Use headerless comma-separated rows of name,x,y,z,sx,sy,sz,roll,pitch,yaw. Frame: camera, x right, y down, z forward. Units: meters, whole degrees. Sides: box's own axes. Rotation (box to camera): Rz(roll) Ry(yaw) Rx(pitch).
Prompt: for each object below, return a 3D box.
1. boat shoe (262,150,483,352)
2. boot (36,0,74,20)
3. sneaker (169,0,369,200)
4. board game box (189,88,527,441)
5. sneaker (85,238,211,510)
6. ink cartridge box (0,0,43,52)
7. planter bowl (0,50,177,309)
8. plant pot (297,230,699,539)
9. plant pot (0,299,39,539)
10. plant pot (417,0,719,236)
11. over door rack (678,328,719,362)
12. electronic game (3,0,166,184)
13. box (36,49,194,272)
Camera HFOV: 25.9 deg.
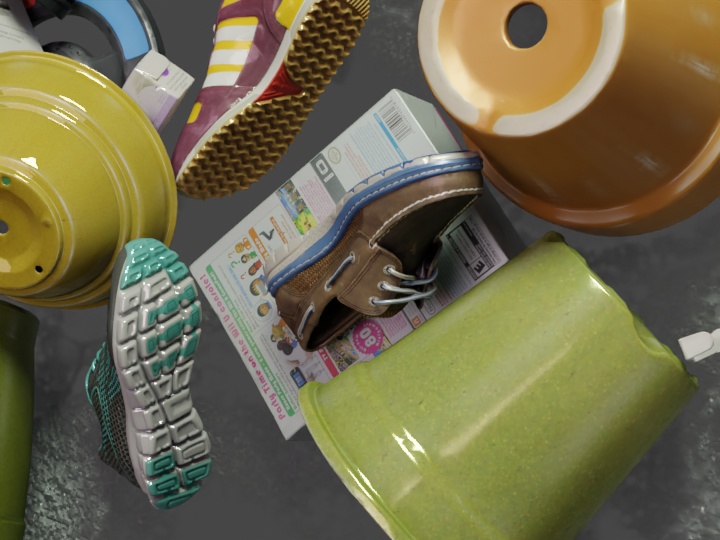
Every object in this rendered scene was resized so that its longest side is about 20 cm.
boat shoe,0.016,-0.008,0.959,0.200,0.072,0.073,-36,68,50
boot,-0.224,-0.311,1.175,0.168,0.076,0.200,-38,72,5
sneaker,-0.077,-0.143,1.115,0.200,0.075,0.090,-50,53,14
board game box,0.000,0.000,1.062,0.200,0.064,0.148,-38,70,19
sneaker,-0.164,0.071,1.117,0.091,0.077,0.201,17,115,39
ink cartridge box,-0.335,-0.178,1.205,0.147,0.083,0.201,-39,63,25
planter bowl,-0.235,-0.045,1.092,0.199,0.084,0.202,7,117,13
plant pot,0.096,0.084,0.948,0.184,0.200,0.201,-43,69,7
plant pot,-0.326,0.110,1.169,0.199,0.200,0.194,8,78,28
plant pot,0.128,-0.127,0.934,0.199,0.183,0.202,-2,86,27
over door rack,0.296,0.075,0.889,0.199,0.067,0.149,-20,77,4
electronic game,-0.233,-0.137,1.205,0.199,0.042,0.201,-2,86,28
box,-0.187,-0.069,1.137,0.039,0.041,0.200,34,120,-4
